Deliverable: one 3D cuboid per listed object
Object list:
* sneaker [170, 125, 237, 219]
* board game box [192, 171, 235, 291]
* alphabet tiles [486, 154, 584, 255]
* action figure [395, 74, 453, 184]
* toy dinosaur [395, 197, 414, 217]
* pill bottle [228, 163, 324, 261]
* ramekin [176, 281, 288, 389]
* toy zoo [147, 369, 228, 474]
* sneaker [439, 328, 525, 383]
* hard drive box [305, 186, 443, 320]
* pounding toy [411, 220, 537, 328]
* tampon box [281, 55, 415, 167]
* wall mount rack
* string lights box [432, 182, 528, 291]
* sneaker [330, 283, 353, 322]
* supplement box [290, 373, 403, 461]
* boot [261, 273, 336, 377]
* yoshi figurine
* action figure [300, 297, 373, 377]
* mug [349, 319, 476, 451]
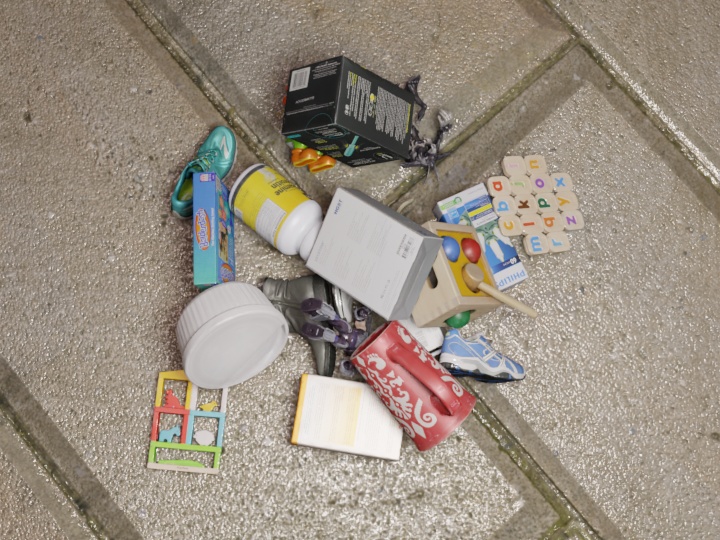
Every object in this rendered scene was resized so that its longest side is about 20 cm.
[{"bbox_3d":[-0.295,-0.188,1.735,0.077,0.080,0.202,26,76,5],"label":"sneaker"},{"bbox_3d":[-0.265,-0.059,1.670,0.044,0.152,0.204,-4,76,4],"label":"board game box"},{"bbox_3d":[0.338,-0.128,1.772,0.193,0.015,0.203,-7,74,-25],"label":"alphabet tiles"},{"bbox_3d":[0.112,-0.274,1.773,0.117,0.102,0.203,-18,77,-19],"label":"action figure"},{"bbox_3d":[0.057,-0.060,1.684,0.047,0.088,0.203,18,75,9],"label":"toy dinosaur"},{"bbox_3d":[-0.140,-0.100,1.688,0.199,0.112,0.112,37,77,20],"label":"pill bottle"},{"bbox_3d":[-0.233,0.109,1.618,0.200,0.204,0.095,-28,56,-10],"label":"ramekin"},{"bbox_3d":[-0.309,0.261,1.662,0.129,0.020,0.204,5,76,-3],"label":"toy zoo"},{"bbox_3d":[0.227,0.159,1.662,0.198,0.075,0.078,18,68,-36],"label":"sneaker"},{"bbox_3d":[0.022,-0.031,1.583,0.199,0.076,0.158,33,106,29],"label":"hard drive box"},{"bbox_3d":[0.183,0.020,1.629,0.141,0.183,0.203,-31,70,33],"label":"pounding toy"},{"bbox_3d":[-0.021,-0.285,1.681,0.198,0.148,0.129,18,75,-45],"label":"tampon box"},{"bbox_3d":[0.132,0.096,1.707,0.172,0.075,0.202,-23,80,-5],"label":"wall mount rack"},{"bbox_3d":[0.228,-0.052,1.750,0.102,0.059,0.202,-23,80,-10],"label":"string lights box"},{"bbox_3d":[0.000,0.000,1.715,0.113,0.076,0.204,-2,75,-2],"label":"sneaker"},{"bbox_3d":[-0.020,0.266,1.653,0.196,0.074,0.128,10,76,-2],"label":"supplement box"},{"bbox_3d":[-0.116,0.106,1.700,0.128,0.068,0.204,-9,78,7],"label":"boot"},{"bbox_3d":[-0.088,-0.300,1.766,0.110,0.112,0.203,-5,75,-13],"label":"yoshi figurine"},{"bbox_3d":[-0.028,0.118,1.631,0.069,0.199,0.132,-7,66,36],"label":"action figure"},{"bbox_3d":[0.097,0.180,1.561,0.200,0.177,0.133,48,45,-2],"label":"mug"}]
